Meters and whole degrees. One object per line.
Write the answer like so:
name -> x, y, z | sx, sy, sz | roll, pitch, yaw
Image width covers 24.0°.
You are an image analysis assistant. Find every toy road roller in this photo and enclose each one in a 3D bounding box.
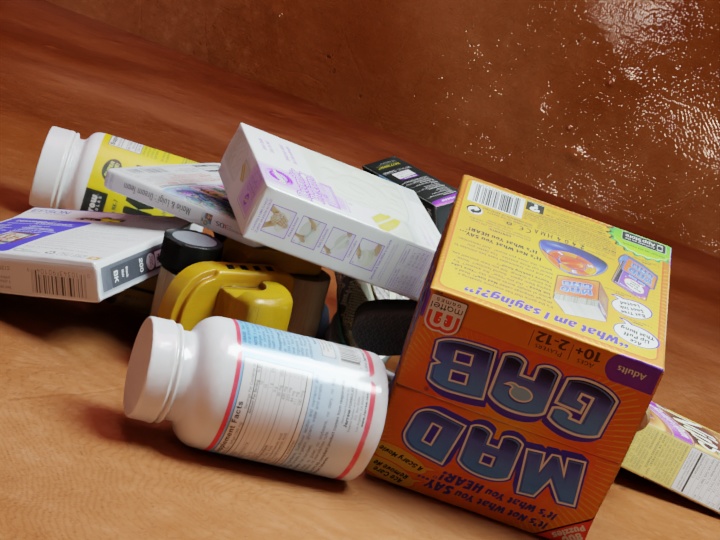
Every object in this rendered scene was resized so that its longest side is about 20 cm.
toy road roller -> -0.099, 0.045, 1.565 | 0.199, 0.124, 0.146 | 3, 19, -39

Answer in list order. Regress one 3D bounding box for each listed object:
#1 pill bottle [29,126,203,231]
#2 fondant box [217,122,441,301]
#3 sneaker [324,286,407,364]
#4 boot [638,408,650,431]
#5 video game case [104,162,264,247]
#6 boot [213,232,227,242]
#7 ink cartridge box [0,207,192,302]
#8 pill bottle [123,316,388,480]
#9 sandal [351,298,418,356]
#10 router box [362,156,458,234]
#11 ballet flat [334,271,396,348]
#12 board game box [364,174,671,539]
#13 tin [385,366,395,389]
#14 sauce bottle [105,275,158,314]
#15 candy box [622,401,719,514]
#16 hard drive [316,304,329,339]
pill bottle -> -0.273, -0.091, 1.949 | 0.198, 0.115, 0.114 | 17, 12, -6
fondant box -> -0.025, -0.054, 1.589 | 0.199, 0.059, 0.145 | 19, 21, -24
sneaker -> 0.005, 0.066, 1.794 | 0.075, 0.105, 0.201 | 25, 41, 0
boot -> 0.246, 0.061, 1.654 | 0.143, 0.071, 0.201 | -22, 54, -37
video game case -> -0.124, -0.067, 1.671 | 0.181, 0.024, 0.200 | 22, 14, 25
boot -> -0.095, -0.042, 1.738 | 0.096, 0.075, 0.200 | -17, 7, -10
ink cartridge box -> -0.280, -0.018, 1.599 | 0.196, 0.044, 0.200 | 4, 15, 23
pill bottle -> -0.086, 0.099, 1.372 | 0.198, 0.110, 0.109 | 15, 12, -18
sandal -> 0.092, 0.048, 1.604 | 0.198, 0.077, 0.043 | 5, 39, 7
router box -> 0.065, -0.010, 1.880 | 0.051, 0.202, 0.149 | -19, 29, -27
ballet flat -> 0.000, 0.000, 1.726 | 0.068, 0.075, 0.201 | 43, 21, -45
board game box -> 0.139, 0.076, 1.461 | 0.198, 0.201, 0.200 | 19, 32, 1
tin -> 0.026, 0.128, 1.595 | 0.199, 0.042, 0.112 | 27, 19, 36
sauce bottle -> -0.173, 0.023, 1.708 | 0.199, 0.065, 0.065 | 17, 11, -27
candy box -> 0.304, 0.176, 1.700 | 0.199, 0.057, 0.117 | 27, 10, -5
hard drive -> -0.134, 0.019, 1.831 | 0.198, 0.043, 0.135 | 15, 12, -18
